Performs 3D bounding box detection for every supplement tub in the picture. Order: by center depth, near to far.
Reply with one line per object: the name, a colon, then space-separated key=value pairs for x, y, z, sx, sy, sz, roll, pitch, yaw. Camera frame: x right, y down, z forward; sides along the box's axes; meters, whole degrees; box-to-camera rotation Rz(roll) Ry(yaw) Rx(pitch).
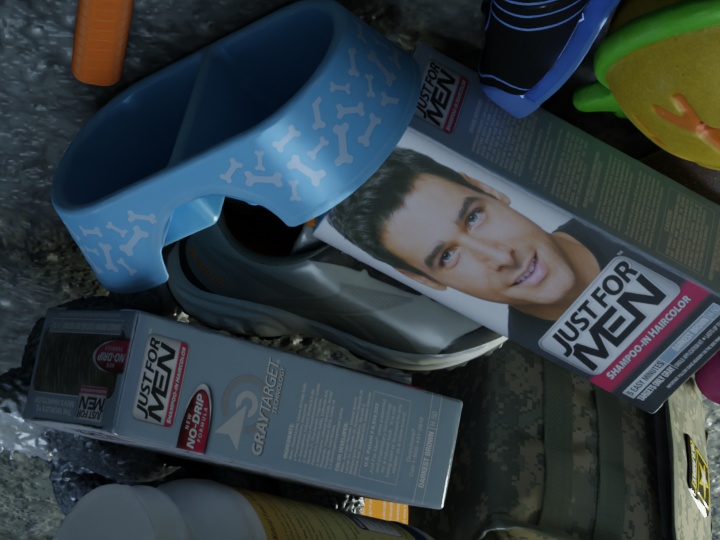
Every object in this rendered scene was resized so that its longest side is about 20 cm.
supplement tub: x=-0.056 y=0.188 z=0.946 sx=0.199 sy=0.145 sz=0.144 roll=18 pitch=144 yaw=-36

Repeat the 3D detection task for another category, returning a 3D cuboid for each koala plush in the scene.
koala plush: x=-0.130 y=0.086 z=1.040 sx=0.177 sy=0.184 sz=0.200 roll=-43 pitch=137 yaw=-11

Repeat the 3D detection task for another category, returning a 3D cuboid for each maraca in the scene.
maraca: x=0.167 y=-0.094 z=0.810 sx=0.136 sy=0.108 sz=0.200 roll=0 pitch=172 yaw=-8

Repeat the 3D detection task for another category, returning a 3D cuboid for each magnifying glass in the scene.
magnifying glass: x=-0.107 y=-0.151 z=0.803 sx=0.079 sy=0.023 sz=0.200 roll=7 pitch=145 yaw=-10

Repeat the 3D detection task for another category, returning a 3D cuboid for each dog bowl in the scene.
dog bowl: x=-0.066 y=-0.062 z=0.860 sx=0.199 sy=0.112 sz=0.050 roll=-22 pitch=127 yaw=31

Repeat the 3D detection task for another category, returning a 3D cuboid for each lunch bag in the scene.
lunch bag: x=0.134 y=0.121 z=1.078 sx=0.199 sy=0.165 sz=0.118 roll=20 pitch=144 yaw=-24

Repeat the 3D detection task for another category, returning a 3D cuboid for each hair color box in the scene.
hair color box: x=0.088 y=-0.018 z=0.895 sx=0.199 sy=0.061 sz=0.099 roll=28 pitch=138 yaw=-8
hair color box: x=-0.058 y=0.071 z=0.930 sx=0.199 sy=0.061 sz=0.099 roll=17 pitch=170 yaw=-34

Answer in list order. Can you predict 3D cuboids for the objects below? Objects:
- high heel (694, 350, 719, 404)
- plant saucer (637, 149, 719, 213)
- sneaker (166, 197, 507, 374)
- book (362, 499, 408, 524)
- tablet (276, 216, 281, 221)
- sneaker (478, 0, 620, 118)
high heel: x=0.240 y=0.072 z=1.033 sx=0.067 sy=0.096 sz=0.200 roll=40 pitch=154 yaw=-10
plant saucer: x=0.214 y=-0.015 z=0.963 sx=0.199 sy=0.037 sz=0.201 roll=-2 pitch=156 yaw=-1
sneaker: x=0.000 y=0.000 z=0.960 sx=0.198 sy=0.074 sz=0.080 roll=8 pitch=141 yaw=-11
book: x=0.019 y=0.133 z=1.215 sx=0.198 sy=0.048 sz=0.134 roll=0 pitch=145 yaw=-2
tablet: x=0.016 y=-0.031 z=0.989 sx=0.129 sy=0.014 sz=0.200 roll=19 pitch=143 yaw=-26
sneaker: x=0.081 y=-0.141 z=0.779 sx=0.078 sy=0.070 sz=0.200 roll=29 pitch=148 yaw=-4
